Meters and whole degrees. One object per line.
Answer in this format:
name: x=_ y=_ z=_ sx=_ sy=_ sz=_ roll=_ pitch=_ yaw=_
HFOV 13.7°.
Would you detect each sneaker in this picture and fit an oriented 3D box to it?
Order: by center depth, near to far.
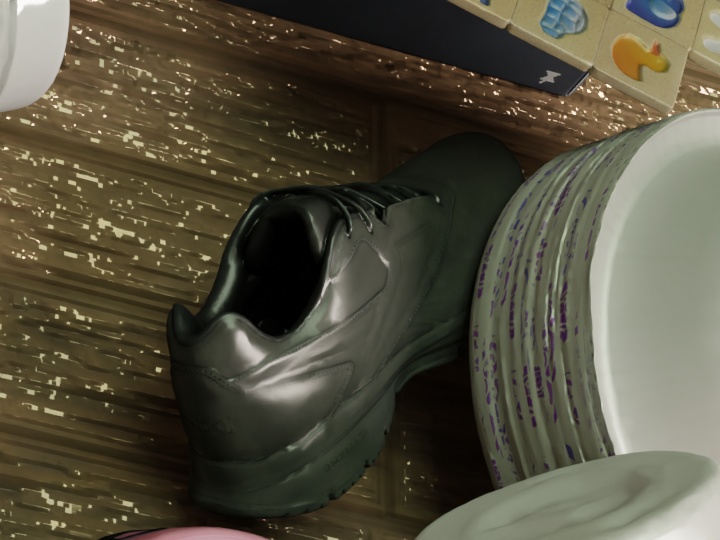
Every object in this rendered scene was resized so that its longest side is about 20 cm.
sneaker: x=0.000 y=0.000 z=1.063 sx=0.200 sy=0.076 sz=0.091 roll=-50 pitch=133 yaw=-43

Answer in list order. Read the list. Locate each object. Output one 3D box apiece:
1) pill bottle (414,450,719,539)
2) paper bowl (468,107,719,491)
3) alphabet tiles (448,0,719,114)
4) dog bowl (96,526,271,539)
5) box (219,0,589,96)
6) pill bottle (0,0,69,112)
pill bottle: x=0.092 y=0.168 z=0.968 sx=0.111 sy=0.111 sz=0.200 roll=-23 pitch=101 yaw=-39
paper bowl: x=0.141 y=0.040 z=1.083 sx=0.200 sy=0.104 sz=0.201 roll=15 pitch=68 yaw=-42
alphabet tiles: x=0.073 y=-0.142 z=1.115 sx=0.200 sy=0.006 sz=0.167 roll=27 pitch=46 yaw=-7
dog bowl: x=-0.050 y=0.167 z=0.917 sx=0.200 sy=0.074 sz=0.200 roll=23 pitch=52 yaw=-33
box: x=0.019 y=-0.191 z=1.203 sx=0.200 sy=0.104 sz=0.182 roll=13 pitch=56 yaw=-22
pill bottle: x=-0.205 y=-0.086 z=0.995 sx=0.200 sy=0.116 sz=0.116 roll=-12 pitch=67 yaw=-35
